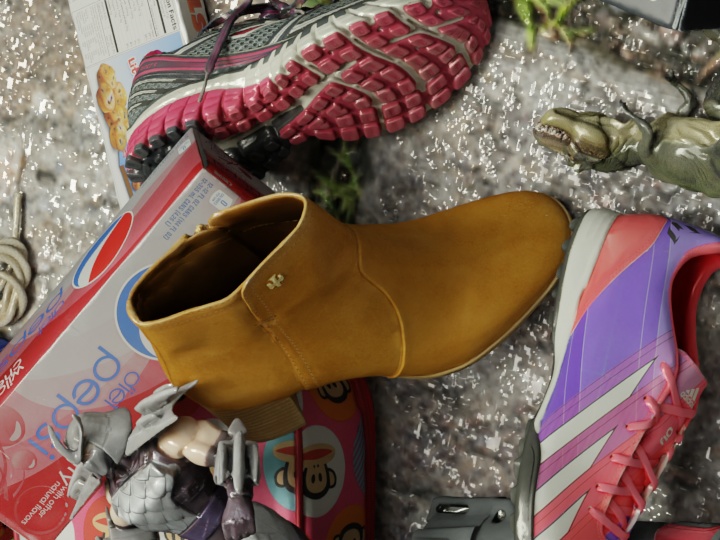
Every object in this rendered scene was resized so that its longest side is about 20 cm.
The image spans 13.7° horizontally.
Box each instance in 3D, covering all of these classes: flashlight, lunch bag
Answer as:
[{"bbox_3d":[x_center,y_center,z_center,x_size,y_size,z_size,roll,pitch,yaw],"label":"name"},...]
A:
[{"bbox_3d":[0.114,0.147,1.386,0.199,0.068,0.068,-3,127,39],"label":"flashlight"},{"bbox_3d":[-0.086,0.123,1.519,0.199,0.082,0.178,4,97,36],"label":"lunch bag"}]

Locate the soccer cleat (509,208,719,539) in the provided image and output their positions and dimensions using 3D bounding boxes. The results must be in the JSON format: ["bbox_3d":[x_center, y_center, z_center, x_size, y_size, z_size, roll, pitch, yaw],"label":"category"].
[{"bbox_3d":[0.116,0.069,1.343,0.073,0.068,0.201,5,72,22],"label":"soccer cleat"}]

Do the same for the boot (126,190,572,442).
[{"bbox_3d":[-0.001,0.000,1.361,0.200,0.144,0.071,-31,59,-1],"label":"boot"}]

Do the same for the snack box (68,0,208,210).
[{"bbox_3d":[-0.102,-0.081,1.544,0.072,0.024,0.201,-18,84,34],"label":"snack box"}]

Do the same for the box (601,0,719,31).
[{"bbox_3d":[0.107,-0.210,1.327,0.199,0.107,0.149,26,110,32],"label":"box"}]

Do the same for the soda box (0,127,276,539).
[{"bbox_3d":[-0.116,0.033,1.433,0.070,0.063,0.200,37,101,-20],"label":"soda box"}]

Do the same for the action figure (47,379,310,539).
[{"bbox_3d":[-0.059,0.121,1.381,0.199,0.070,0.130,32,150,-14],"label":"action figure"}]

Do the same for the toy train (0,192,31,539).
[{"bbox_3d":[-0.237,0.059,1.602,0.084,0.115,0.201,17,105,33],"label":"toy train"}]

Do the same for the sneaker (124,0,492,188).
[{"bbox_3d":[-0.031,-0.104,1.452,0.199,0.081,0.075,-19,53,21],"label":"sneaker"}]

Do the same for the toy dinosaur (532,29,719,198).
[{"bbox_3d":[0.171,-0.063,1.333,0.199,0.047,0.089,21,121,33],"label":"toy dinosaur"}]
